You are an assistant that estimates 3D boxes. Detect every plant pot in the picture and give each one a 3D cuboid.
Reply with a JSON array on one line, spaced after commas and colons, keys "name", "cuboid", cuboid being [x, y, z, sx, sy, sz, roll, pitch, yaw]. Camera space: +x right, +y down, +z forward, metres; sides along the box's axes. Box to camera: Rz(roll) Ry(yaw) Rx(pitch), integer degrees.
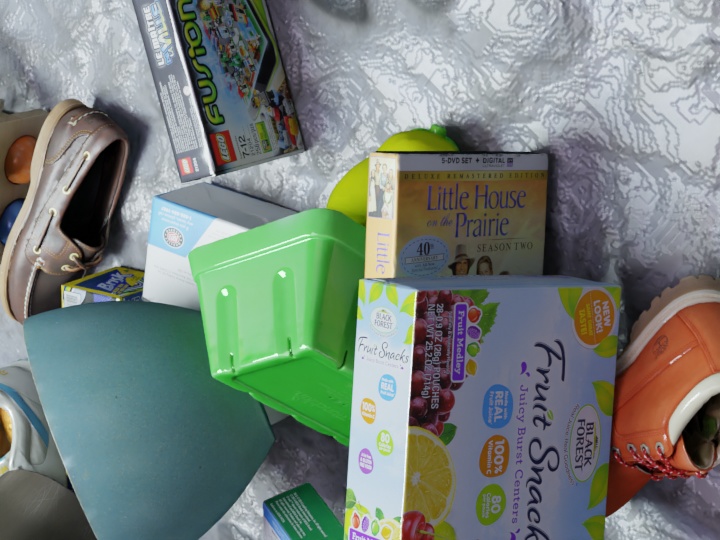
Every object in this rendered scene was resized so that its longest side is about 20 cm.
[{"name": "plant pot", "cuboid": [-0.139, 0.103, 1.334, 0.135, 0.200, 0.200, -22, 90, -3]}]

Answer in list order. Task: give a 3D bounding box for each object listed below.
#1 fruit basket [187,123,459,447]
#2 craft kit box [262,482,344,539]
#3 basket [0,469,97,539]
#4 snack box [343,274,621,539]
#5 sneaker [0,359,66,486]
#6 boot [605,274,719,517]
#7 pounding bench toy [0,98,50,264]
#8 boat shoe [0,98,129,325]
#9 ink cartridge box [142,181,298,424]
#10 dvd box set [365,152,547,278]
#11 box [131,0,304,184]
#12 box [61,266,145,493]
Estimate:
[{"name": "fruit basket", "cuboid": [0.000, 0.000, 1.296, 0.155, 0.216, 0.216, -17, 93, 37]}, {"name": "craft kit box", "cuboid": [-0.003, 0.287, 1.359, 0.200, 0.048, 0.198, 50, 150, 39]}, {"name": "basket", "cuboid": [-0.296, 0.263, 1.467, 0.136, 0.200, 0.180, 29, 140, 10]}, {"name": "snack box", "cuboid": [0.077, 0.104, 1.178, 0.068, 0.168, 0.200, 13, 100, 53]}, {"name": "sneaker", "cuboid": [-0.274, 0.178, 1.582, 0.076, 0.081, 0.200, -28, 89, 36]}, {"name": "boot", "cuboid": [0.186, 0.108, 1.213, 0.200, 0.075, 0.107, -60, 25, 32]}, {"name": "pounding bench toy", "cuboid": [-0.334, -0.113, 1.517, 0.156, 0.124, 0.200, 22, 114, 29]}, {"name": "boat shoe", "cuboid": [-0.235, -0.034, 1.501, 0.070, 0.070, 0.200, 31, 119, 29]}, {"name": "ink cartridge box", "cuboid": [-0.104, 0.046, 1.433, 0.116, 0.068, 0.200, 20, 113, 28]}, {"name": "dvd box set", "cuboid": [0.063, 0.022, 1.235, 0.029, 0.146, 0.200, 8, 97, 46]}, {"name": "box", "cuboid": [-0.109, -0.170, 1.352, 0.035, 0.110, 0.200, -11, 96, 36]}, {"name": "box", "cuboid": [-0.194, 0.103, 1.511, 0.064, 0.070, 0.200, 12, 109, 31]}]
